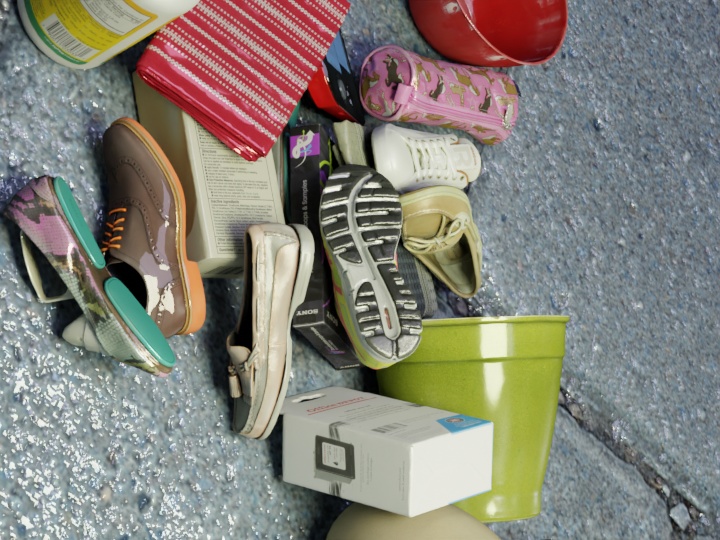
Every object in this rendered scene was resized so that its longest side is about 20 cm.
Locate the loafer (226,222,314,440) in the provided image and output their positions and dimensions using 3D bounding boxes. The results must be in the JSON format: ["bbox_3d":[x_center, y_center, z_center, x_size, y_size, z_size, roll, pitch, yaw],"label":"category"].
[{"bbox_3d":[-0.095,0.052,1.556,0.063,0.072,0.201,8,101,-30],"label":"loafer"}]

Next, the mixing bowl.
[{"bbox_3d":[0.124,-0.304,1.916,0.199,0.108,0.202,19,61,-40],"label":"mixing bowl"}]

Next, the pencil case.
[{"bbox_3d":[0.085,-0.185,1.840,0.199,0.086,0.083,7,76,-47],"label":"pencil case"}]

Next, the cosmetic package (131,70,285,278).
[{"bbox_3d":[-0.138,-0.097,1.602,0.105,0.071,0.201,2,73,-43],"label":"cosmetic package"}]

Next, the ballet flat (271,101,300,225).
[{"bbox_3d":[-0.090,-0.132,1.677,0.067,0.063,0.201,71,20,-65],"label":"ballet flat"}]

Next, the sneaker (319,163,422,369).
[{"bbox_3d":[0.000,0.000,1.587,0.078,0.090,0.201,-4,68,-13],"label":"sneaker"}]

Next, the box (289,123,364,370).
[{"bbox_3d":[-0.030,-0.020,1.659,0.143,0.036,0.201,49,38,-65],"label":"box"}]

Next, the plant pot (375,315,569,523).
[{"bbox_3d":[0.107,0.144,1.682,0.200,0.200,0.194,1,85,-44],"label":"plant pot"}]

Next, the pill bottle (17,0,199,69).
[{"bbox_3d":[-0.202,-0.260,1.510,0.112,0.199,0.114,18,62,-39],"label":"pill bottle"}]

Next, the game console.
[{"bbox_3d":[-0.041,-0.249,1.731,0.177,0.031,0.201,12,63,-75],"label":"game console"}]

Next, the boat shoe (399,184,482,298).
[{"bbox_3d":[0.082,-0.029,1.724,0.201,0.073,0.064,53,23,-67],"label":"boat shoe"}]

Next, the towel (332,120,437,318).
[{"bbox_3d":[0.020,-0.048,1.716,0.192,0.034,0.201,0,77,-72],"label":"towel"}]

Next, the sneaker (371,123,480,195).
[{"bbox_3d":[0.069,-0.115,1.729,0.200,0.084,0.073,-3,81,-71],"label":"sneaker"}]

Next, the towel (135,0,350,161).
[{"bbox_3d":[-0.105,-0.212,1.589,0.144,0.022,0.201,36,60,-14],"label":"towel"}]

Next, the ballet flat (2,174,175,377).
[{"bbox_3d":[-0.235,0.016,1.467,0.201,0.071,0.069,57,8,-1],"label":"ballet flat"}]

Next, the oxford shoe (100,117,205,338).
[{"bbox_3d":[-0.196,-0.037,1.525,0.072,0.071,0.201,-15,85,-41],"label":"oxford shoe"}]

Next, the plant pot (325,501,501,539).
[{"bbox_3d":[0.038,0.278,1.570,0.199,0.201,0.135,16,30,-40],"label":"plant pot"}]

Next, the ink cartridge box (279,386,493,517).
[{"bbox_3d":[0.010,0.161,1.582,0.115,0.199,0.067,-10,104,-46],"label":"ink cartridge box"}]
